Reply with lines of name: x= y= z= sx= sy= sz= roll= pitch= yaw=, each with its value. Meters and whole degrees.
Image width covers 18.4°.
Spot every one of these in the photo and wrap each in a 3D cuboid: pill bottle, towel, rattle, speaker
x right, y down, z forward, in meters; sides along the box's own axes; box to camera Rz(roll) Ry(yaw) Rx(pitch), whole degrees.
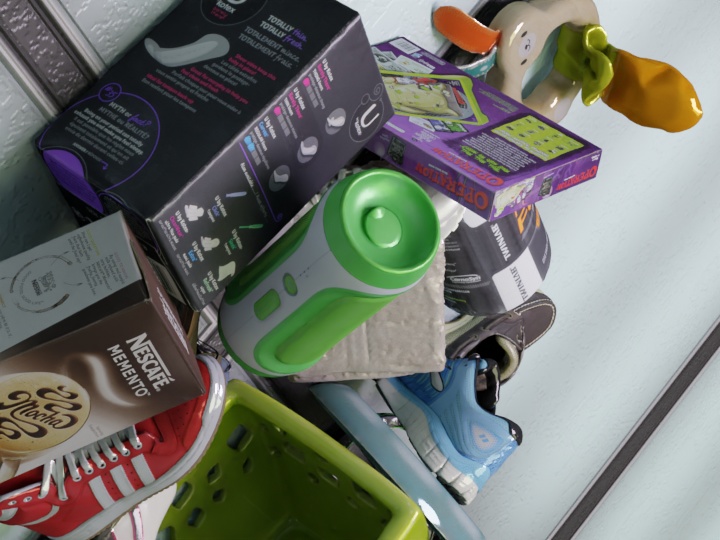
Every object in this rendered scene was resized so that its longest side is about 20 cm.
pill bottle: x=0.077 y=-0.058 z=1.723 sx=0.106 sy=0.106 sz=0.200 roll=-49 pitch=146 yaw=-14
towel: x=0.000 y=0.000 z=1.666 sx=0.132 sy=0.035 sz=0.201 roll=-3 pitch=127 yaw=-4
rattle: x=0.155 y=-0.148 z=1.732 sx=0.130 sy=0.143 sz=0.200 roll=-46 pitch=155 yaw=15
speaker: x=-0.024 y=0.004 z=1.470 sx=0.088 sy=0.089 sz=0.200 roll=-32 pitch=175 yaw=-34

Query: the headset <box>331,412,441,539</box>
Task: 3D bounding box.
headset: x=0.019 y=0.219 z=1.863 sx=0.123 sy=0.094 sz=0.201 roll=-6 pitch=93 yaw=-20

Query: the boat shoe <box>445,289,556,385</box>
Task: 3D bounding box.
boat shoe: x=0.108 y=0.070 z=1.900 sx=0.200 sy=0.065 sz=0.073 roll=-25 pitch=132 yaw=-41

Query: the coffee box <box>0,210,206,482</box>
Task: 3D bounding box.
coffee box: x=-0.212 y=0.059 z=1.389 sx=0.199 sy=0.080 sz=0.113 roll=-24 pitch=141 yaw=1

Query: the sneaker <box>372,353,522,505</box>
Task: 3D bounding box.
sneaker: x=0.070 y=0.097 z=1.755 sx=0.090 sy=0.200 sz=0.078 roll=-36 pitch=135 yaw=2

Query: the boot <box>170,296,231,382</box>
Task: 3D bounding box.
boot: x=-0.135 y=0.051 z=1.578 sx=0.097 sy=0.075 sz=0.201 roll=-23 pitch=143 yaw=-54

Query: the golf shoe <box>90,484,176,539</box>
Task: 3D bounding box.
golf shoe: x=-0.179 y=0.226 z=1.597 sx=0.077 sy=0.088 sz=0.200 roll=-37 pitch=-164 yaw=54

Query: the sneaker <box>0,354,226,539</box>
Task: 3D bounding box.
sneaker: x=-0.185 y=0.116 z=1.493 sx=0.112 sy=0.071 sz=0.200 roll=19 pitch=131 yaw=-41

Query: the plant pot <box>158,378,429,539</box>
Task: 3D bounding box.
plant pot: x=-0.064 y=0.236 z=1.700 sx=0.199 sy=0.200 sz=0.182 roll=-50 pitch=151 yaw=-12

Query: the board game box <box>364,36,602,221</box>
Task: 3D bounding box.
board game box: x=0.059 y=-0.104 z=1.578 sx=0.120 sy=0.200 sz=0.032 roll=-18 pitch=131 yaw=-44

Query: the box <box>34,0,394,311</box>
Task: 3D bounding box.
box: x=-0.093 y=-0.093 z=1.459 sx=0.200 sy=0.122 sz=0.106 roll=-46 pitch=145 yaw=-17

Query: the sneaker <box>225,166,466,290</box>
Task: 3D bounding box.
sneaker: x=-0.020 y=-0.038 z=1.569 sx=0.199 sy=0.077 sz=0.081 roll=-21 pitch=122 yaw=10

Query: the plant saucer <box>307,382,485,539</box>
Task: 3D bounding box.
plant saucer: x=0.034 y=0.157 z=1.723 sx=0.027 sy=0.200 sz=0.200 roll=-42 pitch=145 yaw=-3
